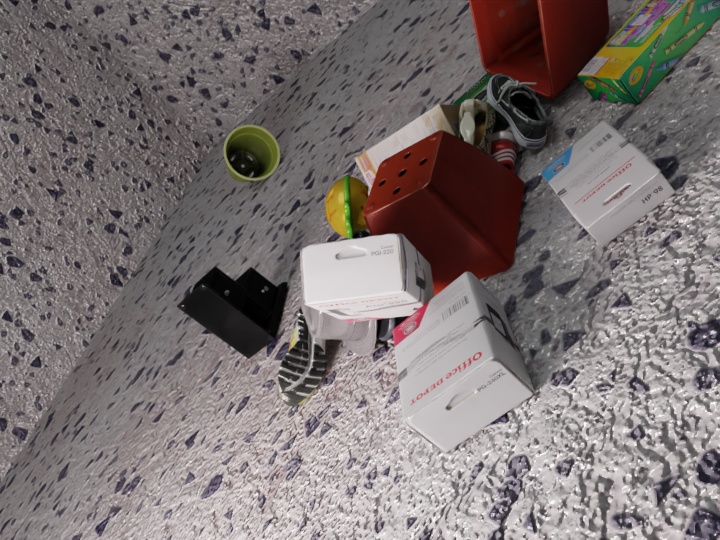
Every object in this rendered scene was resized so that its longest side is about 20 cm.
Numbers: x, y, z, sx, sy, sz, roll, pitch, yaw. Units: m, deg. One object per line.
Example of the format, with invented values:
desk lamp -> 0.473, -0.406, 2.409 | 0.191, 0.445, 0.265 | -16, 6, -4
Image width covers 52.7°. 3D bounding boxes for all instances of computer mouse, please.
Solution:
computer mouse -> 0.031, 0.035, 1.223 | 0.200, 0.053, 0.139 | 59, 141, 44

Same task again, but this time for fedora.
fedora -> -0.044, 0.047, 1.212 | 0.177, 0.090, 0.200 | 18, 109, 62

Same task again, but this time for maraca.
maraca -> -0.023, -0.125, 1.549 | 0.107, 0.137, 0.200 | -7, 31, 4

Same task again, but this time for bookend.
bookend -> -0.275, 0.055, 1.609 | 0.092, 0.199, 0.200 | -38, 24, 27

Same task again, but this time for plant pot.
plant pot -> 0.334, -0.464, 1.314 | 0.176, 0.200, 0.200 | -34, 42, -12
plant pot -> -0.407, -0.398, 2.617 | 0.200, 0.200, 0.190 | -56, 11, -18
plant pot -> 0.121, -0.099, 1.156 | 0.200, 0.176, 0.200 | -22, 37, 38

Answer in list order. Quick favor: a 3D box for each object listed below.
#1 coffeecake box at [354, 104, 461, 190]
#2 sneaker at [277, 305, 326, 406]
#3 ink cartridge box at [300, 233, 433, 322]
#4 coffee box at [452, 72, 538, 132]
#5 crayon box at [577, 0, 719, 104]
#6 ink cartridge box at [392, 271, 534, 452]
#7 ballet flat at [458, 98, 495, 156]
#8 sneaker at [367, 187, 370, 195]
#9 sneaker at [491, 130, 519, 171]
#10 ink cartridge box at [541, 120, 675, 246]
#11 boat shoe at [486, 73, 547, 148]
coffeecake box -> 0.114, -0.236, 1.393 | 0.200, 0.073, 0.153 | -28, -4, 31
sneaker -> -0.098, 0.157, 1.315 | 0.090, 0.078, 0.200 | 107, 180, -60
ink cartridge box -> 0.016, 0.016, 1.033 | 0.145, 0.200, 0.085 | -8, 75, 15
coffee box -> 0.270, -0.346, 1.477 | 0.123, 0.044, 0.200 | -43, 24, 8
crayon box -> 0.456, -0.359, 1.150 | 0.200, 0.058, 0.119 | -47, 23, 2
ink cartridge box -> 0.126, 0.116, 0.949 | 0.145, 0.083, 0.200 | -39, 24, 19
ballet flat -> 0.197, -0.251, 1.263 | 0.068, 0.075, 0.200 | -13, 44, 24
sneaker -> 0.087, -0.205, 1.572 | 0.090, 0.078, 0.200 | -10, 46, 31
sneaker -> 0.188, -0.168, 1.299 | 0.200, 0.078, 0.116 | -31, 27, 37
ink cartridge box -> 0.330, -0.111, 0.968 | 0.116, 0.067, 0.200 | -40, 24, 18
boat shoe -> 0.276, -0.300, 1.281 | 0.073, 0.068, 0.200 | -7, 48, -3
